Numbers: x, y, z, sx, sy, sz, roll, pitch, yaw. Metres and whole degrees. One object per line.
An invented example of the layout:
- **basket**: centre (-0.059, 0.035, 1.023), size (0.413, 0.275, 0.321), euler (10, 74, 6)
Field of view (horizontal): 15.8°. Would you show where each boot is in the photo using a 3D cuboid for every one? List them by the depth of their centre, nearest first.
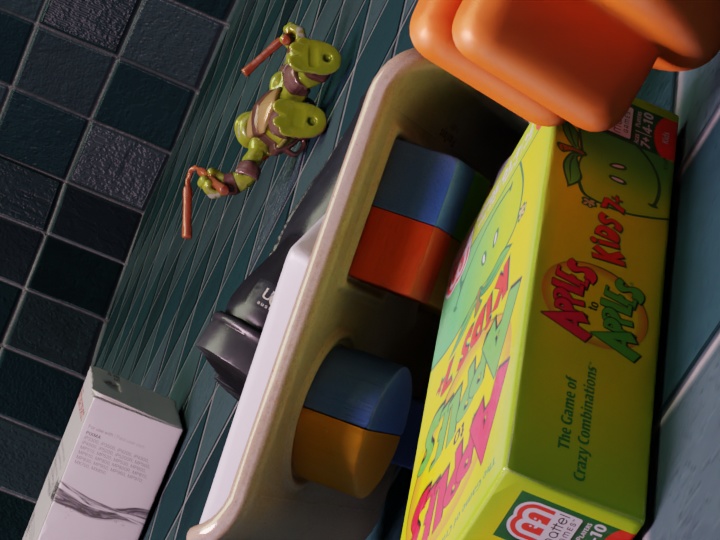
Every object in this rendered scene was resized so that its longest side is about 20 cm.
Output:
- **boot**: centre (0.000, 0.000, 1.267), size (0.168, 0.076, 0.200), euler (-54, -14, -9)

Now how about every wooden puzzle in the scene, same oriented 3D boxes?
- **wooden puzzle**: centre (0.015, 0.024, 1.007), size (0.200, 0.046, 0.185), euler (-66, -16, 0)

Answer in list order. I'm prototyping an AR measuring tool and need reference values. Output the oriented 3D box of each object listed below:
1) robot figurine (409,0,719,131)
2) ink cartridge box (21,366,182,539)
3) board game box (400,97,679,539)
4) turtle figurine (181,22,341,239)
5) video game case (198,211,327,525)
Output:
- **robot figurine**: centre (0.091, -0.146, 0.856), size (0.200, 0.116, 0.144), euler (-62, -19, -4)
- **ink cartridge box**: centre (-0.221, 0.195, 2.154), size (0.147, 0.083, 0.200), euler (-130, 62, -80)
- **board game box**: centre (0.058, 0.035, 0.863), size (0.200, 0.048, 0.102), euler (-77, 12, -49)
- **turtle figurine**: centre (-0.068, -0.113, 2.038), size (0.200, 0.064, 0.161), euler (-62, 13, -19)
- **video game case**: centre (-0.004, 0.027, 1.108), size (0.182, 0.023, 0.200), euler (-46, -18, -49)
